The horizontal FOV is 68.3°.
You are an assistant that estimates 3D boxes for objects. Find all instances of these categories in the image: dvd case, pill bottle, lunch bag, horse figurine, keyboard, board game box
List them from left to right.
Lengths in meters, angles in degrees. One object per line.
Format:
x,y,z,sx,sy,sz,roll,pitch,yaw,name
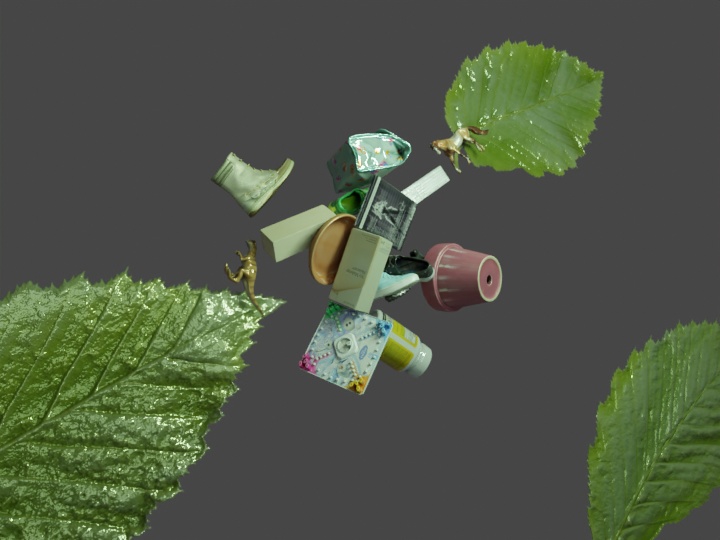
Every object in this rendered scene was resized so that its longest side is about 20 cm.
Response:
-0.041,0.194,1.382,0.197,0.026,0.202,17,69,26,board game box
0.028,-0.311,1.503,0.197,0.170,0.124,-17,84,-28,lunch bag
0.076,-0.158,1.494,0.199,0.016,0.151,25,84,-44,dvd case
0.095,0.207,1.472,0.199,0.114,0.116,35,68,-16,pill bottle
0.200,-0.262,1.667,0.199,0.011,0.057,-36,97,-27,keyboard
0.327,-0.411,1.728,0.200,0.050,0.133,-43,82,-17,horse figurine

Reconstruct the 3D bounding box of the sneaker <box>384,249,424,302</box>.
0.123,0.010,1.552,0.200,0.066,0.091,-41,96,-30,sneaker

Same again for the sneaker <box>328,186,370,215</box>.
0.004,-0.197,1.519,0.198,0.083,0.075,-25,91,-28,sneaker

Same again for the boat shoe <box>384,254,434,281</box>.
0.109,-0.014,1.487,0.196,0.067,0.071,13,65,21,boat shoe

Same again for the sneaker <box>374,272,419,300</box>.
0.061,0.030,1.461,0.197,0.074,0.083,-19,83,16,sneaker

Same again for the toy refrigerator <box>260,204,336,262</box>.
-0.160,-0.099,1.417,0.198,0.076,0.071,-27,134,-27,toy refrigerator

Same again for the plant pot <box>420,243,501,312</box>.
0.301,0.021,1.539,0.198,0.177,0.205,0,90,-44,plant pot

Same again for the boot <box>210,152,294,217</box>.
-0.281,-0.261,1.403,0.154,0.072,0.201,41,67,-11,boot

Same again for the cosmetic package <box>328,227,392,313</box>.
0.000,0.000,1.426,0.073,0.102,0.204,21,87,-56,cosmetic package

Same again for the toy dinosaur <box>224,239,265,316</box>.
-0.290,0.015,1.352,0.104,0.060,0.204,1,80,-27,toy dinosaur

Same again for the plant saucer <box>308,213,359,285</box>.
-0.072,-0.060,1.430,0.199,0.037,0.203,-33,137,-37,plant saucer
